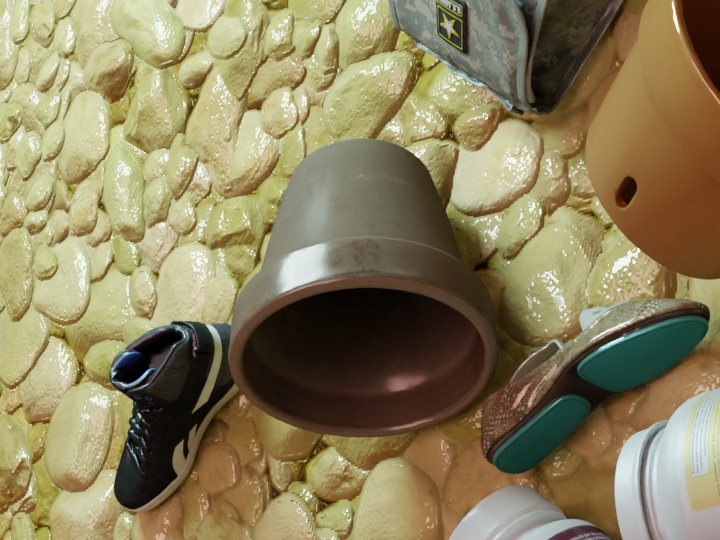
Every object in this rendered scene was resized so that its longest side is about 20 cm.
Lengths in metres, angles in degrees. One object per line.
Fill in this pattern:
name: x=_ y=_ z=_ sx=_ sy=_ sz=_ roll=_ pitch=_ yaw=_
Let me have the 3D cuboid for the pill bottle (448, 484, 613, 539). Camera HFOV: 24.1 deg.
pill bottle: x=0.149 y=0.237 z=1.111 sx=0.200 sy=0.114 sz=0.115 roll=40 pitch=107 yaw=40

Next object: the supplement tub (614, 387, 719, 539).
supplement tub: x=0.268 y=0.129 z=1.007 sx=0.199 sy=0.145 sz=0.146 roll=-23 pitch=66 yaw=36

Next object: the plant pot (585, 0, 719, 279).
plant pot: x=0.237 y=-0.087 z=1.068 sx=0.140 sy=0.199 sz=0.201 roll=-48 pitch=51 yaw=44

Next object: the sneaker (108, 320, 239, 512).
sneaker: x=-0.183 y=0.118 z=1.438 sx=0.201 sy=0.111 sz=0.073 roll=-55 pitch=50 yaw=18

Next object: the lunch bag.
lunch bag: x=0.111 y=-0.232 z=1.253 sx=0.164 sy=0.117 sz=0.201 roll=37 pitch=112 yaw=38

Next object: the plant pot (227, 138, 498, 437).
plant pot: x=0.000 y=0.000 z=1.265 sx=0.200 sy=0.200 sz=0.176 roll=-31 pitch=45 yaw=33

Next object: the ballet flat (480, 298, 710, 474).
ballet flat: x=0.155 y=0.064 z=1.180 sx=0.200 sy=0.070 sz=0.066 roll=-38 pitch=43 yaw=25
